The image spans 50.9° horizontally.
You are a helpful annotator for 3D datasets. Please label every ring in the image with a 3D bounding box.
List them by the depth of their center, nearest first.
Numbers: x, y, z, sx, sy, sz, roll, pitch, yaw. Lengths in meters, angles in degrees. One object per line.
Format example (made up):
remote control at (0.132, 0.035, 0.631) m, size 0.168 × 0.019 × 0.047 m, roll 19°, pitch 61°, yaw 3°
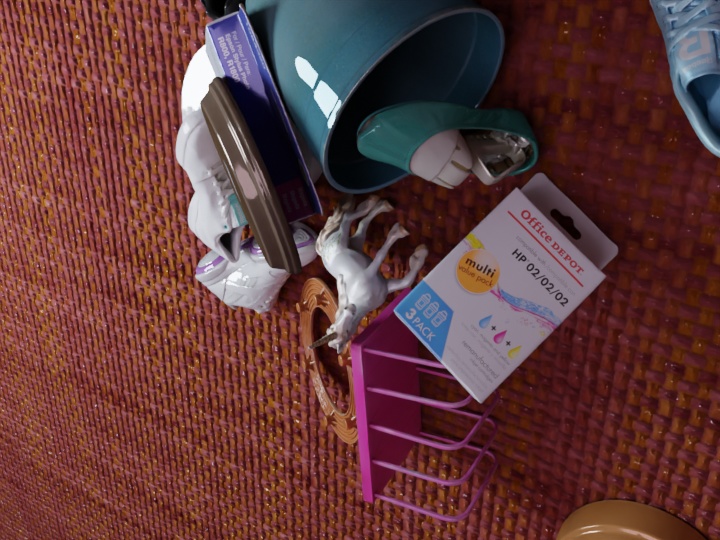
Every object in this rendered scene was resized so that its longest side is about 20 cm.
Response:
ring at (-0.041, 0.109, 0.906) m, size 0.200 × 0.019 × 0.203 m, roll 167°, pitch 90°, yaw -69°

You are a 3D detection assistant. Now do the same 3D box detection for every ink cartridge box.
ink cartridge box at (0.139, 0.009, 0.699) m, size 0.200 × 0.068 × 0.115 m, roll -45°, pitch 82°, yaw -1°
ink cartridge box at (-0.101, -0.145, 0.754) m, size 0.043 × 0.200 × 0.199 m, roll -22°, pitch 101°, yaw -6°

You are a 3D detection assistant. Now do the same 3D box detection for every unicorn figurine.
unicorn figurine at (0.000, 0.000, 0.800) m, size 0.074 × 0.200 × 0.138 m, roll 37°, pitch 102°, yaw -27°

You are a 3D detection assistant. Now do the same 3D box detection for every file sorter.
file sorter at (0.081, 0.147, 0.836) m, size 0.124 × 0.139 × 0.203 m, roll 9°, pitch 117°, yaw 27°

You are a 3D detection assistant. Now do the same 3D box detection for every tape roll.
tape roll at (-0.125, -0.173, 0.886) m, size 0.201 × 0.037 × 0.205 m, roll 16°, pitch 121°, yaw 29°

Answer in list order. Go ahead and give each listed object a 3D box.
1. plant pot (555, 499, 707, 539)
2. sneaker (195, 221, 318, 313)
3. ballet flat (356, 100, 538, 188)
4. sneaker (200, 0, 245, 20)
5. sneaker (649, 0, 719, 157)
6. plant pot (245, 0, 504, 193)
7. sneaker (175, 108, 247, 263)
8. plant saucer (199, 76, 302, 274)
plant pot at (0.281, 0.369, 0.801) m, size 0.198 × 0.140 × 0.203 m, roll 16°, pitch 120°, yaw 29°
sneaker at (-0.115, -0.001, 0.954) m, size 0.198 × 0.075 × 0.100 m, roll -15°, pitch 122°, yaw 38°
ballet flat at (0.089, -0.107, 0.661) m, size 0.071 × 0.198 × 0.068 m, roll 59°, pitch 137°, yaw 25°
sneaker at (-0.132, -0.347, 0.757) m, size 0.076 × 0.111 × 0.203 m, roll 8°, pitch 116°, yaw 31°
sneaker at (0.267, -0.179, 0.581) m, size 0.073 × 0.082 × 0.202 m, roll -23°, pitch 98°, yaw 39°
plant pot at (-0.004, -0.209, 0.694) m, size 0.189 × 0.199 × 0.201 m, roll 51°, pitch 132°, yaw 22°
sneaker at (-0.154, -0.091, 0.856) m, size 0.089 × 0.075 × 0.201 m, roll 49°, pitch 153°, yaw 28°
plant saucer at (-0.108, -0.085, 0.730) m, size 0.200 × 0.029 × 0.202 m, roll 90°, pitch 154°, yaw -72°
